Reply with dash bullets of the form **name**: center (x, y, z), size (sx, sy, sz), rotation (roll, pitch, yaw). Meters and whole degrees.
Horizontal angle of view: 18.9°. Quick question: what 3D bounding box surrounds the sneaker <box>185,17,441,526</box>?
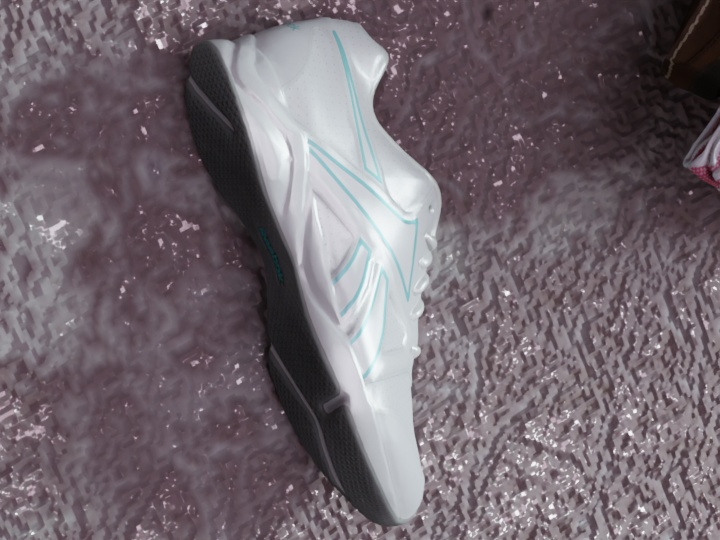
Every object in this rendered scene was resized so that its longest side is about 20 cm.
- **sneaker**: center (0.000, 0.000, 0.826), size (0.080, 0.070, 0.202), rotation (-21, 103, -24)

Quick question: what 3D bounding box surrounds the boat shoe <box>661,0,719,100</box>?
- **boat shoe**: center (0.172, -0.166, 0.893), size (0.074, 0.076, 0.201), rotation (30, 79, 7)

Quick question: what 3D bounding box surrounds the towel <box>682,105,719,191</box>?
- **towel**: center (0.198, -0.089, 0.875), size (0.200, 0.030, 0.147), rotation (12, 99, -61)
